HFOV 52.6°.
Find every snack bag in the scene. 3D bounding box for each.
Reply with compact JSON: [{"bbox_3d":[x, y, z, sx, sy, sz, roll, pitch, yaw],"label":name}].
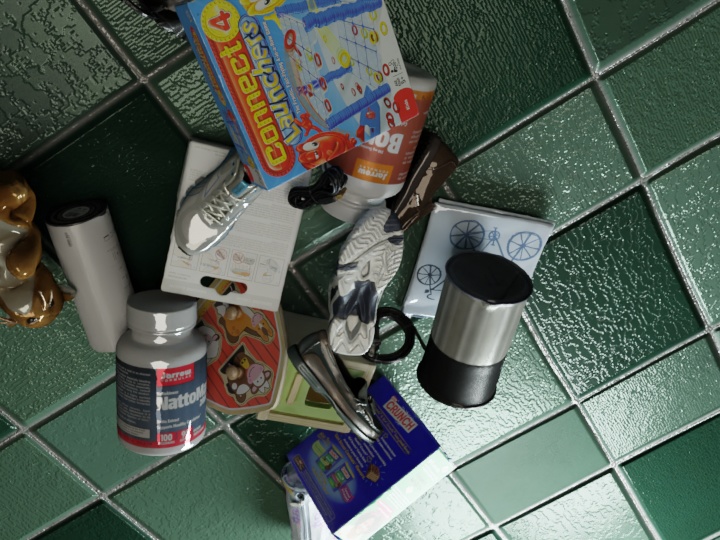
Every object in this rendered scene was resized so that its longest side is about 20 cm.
[{"bbox_3d":[0.172,-0.002,1.086,0.188,0.021,0.200,9,119,-11],"label":"snack bag"}]

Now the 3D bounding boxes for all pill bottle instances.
[{"bbox_3d":[0.015,-0.164,0.924,0.112,0.112,0.200,11,116,-13],"label":"pill bottle"},{"bbox_3d":[-0.268,0.134,0.983,0.119,0.120,0.200,2,108,-9],"label":"pill bottle"}]

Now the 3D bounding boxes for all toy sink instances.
[{"bbox_3d":[-0.095,0.147,1.077,0.200,0.112,0.130,14,115,-15],"label":"toy sink"}]

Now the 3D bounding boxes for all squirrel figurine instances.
[{"bbox_3d":[-0.436,-0.024,0.904,0.141,0.200,0.187,-32,123,-12],"label":"squirrel figurine"}]

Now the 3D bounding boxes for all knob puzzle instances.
[{"bbox_3d":[-0.179,0.113,1.016,0.220,0.220,0.030,-49,156,17],"label":"knob puzzle"}]

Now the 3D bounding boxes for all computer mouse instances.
[{"bbox_3d":[-0.058,-0.178,0.893,0.044,0.110,0.200,-1,88,-33],"label":"computer mouse"}]

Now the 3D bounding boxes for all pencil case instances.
[{"bbox_3d":[-0.084,0.412,1.235,0.083,0.091,0.200,-6,120,-5],"label":"pencil case"}]

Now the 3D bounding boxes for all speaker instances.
[{"bbox_3d":[-0.354,0.011,0.985,0.081,0.081,0.200,-9,120,-3],"label":"speaker"}]

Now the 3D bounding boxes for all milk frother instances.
[{"bbox_3d":[0.105,0.064,1.002,0.200,0.181,0.188,1,124,-14],"label":"milk frother"}]

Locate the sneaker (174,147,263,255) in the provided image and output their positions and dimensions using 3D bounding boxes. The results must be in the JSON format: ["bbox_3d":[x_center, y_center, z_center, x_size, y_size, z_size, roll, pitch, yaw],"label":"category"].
[{"bbox_3d":[-0.160,-0.099,0.891,0.075,0.087,0.200,37,94,-18],"label":"sneaker"}]

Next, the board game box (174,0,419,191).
[{"bbox_3d":[-0.058,-0.216,0.759,0.196,0.056,0.200,-30,117,-17],"label":"board game box"}]

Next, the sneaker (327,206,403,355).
[{"bbox_3d":[0.000,0.000,0.968,0.079,0.130,0.199,5,109,-9],"label":"sneaker"}]

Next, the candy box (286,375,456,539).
[{"bbox_3d":[0.013,0.288,1.109,0.200,0.169,0.077,-39,134,-3],"label":"candy box"}]

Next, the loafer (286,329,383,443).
[{"bbox_3d":[-0.019,0.162,1.001,0.063,0.072,0.200,-38,119,3],"label":"loafer"}]

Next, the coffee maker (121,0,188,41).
[{"bbox_3d":[-0.147,-0.345,0.758,0.200,0.192,0.135,-43,119,16],"label":"coffee maker"}]

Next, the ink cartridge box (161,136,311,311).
[{"bbox_3d":[-0.166,-0.060,0.966,0.162,0.057,0.200,12,104,-14],"label":"ink cartridge box"}]

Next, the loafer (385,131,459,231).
[{"bbox_3d":[0.070,-0.088,0.994,0.071,0.073,0.200,23,115,-21],"label":"loafer"}]
